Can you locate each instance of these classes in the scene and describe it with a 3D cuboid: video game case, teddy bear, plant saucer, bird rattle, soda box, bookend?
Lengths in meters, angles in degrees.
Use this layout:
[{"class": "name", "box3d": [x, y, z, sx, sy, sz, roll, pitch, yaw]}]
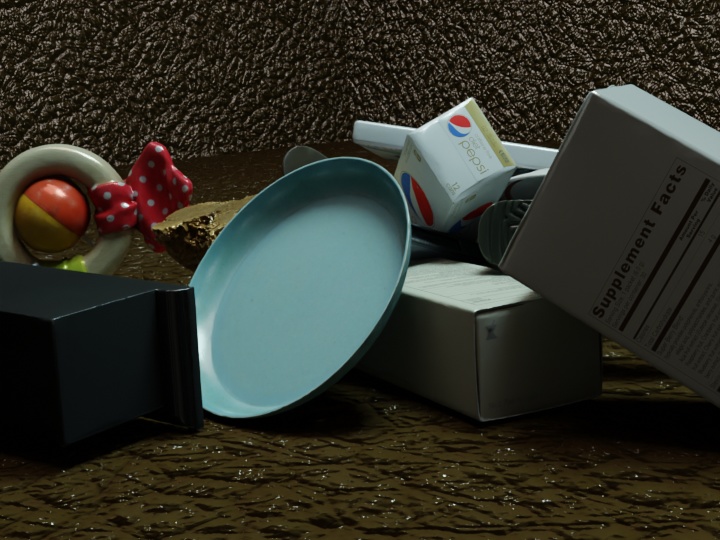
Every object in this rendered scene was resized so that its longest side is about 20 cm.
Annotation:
[{"class": "video game case", "box3d": [0.104, -0.106, 1.080, 0.197, 0.022, 0.182, 10, 2, 10]}, {"class": "teddy bear", "box3d": [-0.067, -0.028, 0.933, 0.197, 0.068, 0.145, -14, 15, 6]}, {"class": "plant saucer", "box3d": [-0.043, 0.013, 0.787, 0.198, 0.202, 0.027, 7, -27, 46]}, {"class": "bird rattle", "box3d": [-0.244, -0.037, 1.007, 0.162, 0.201, 0.113, 36, 10, -10]}, {"class": "soda box", "box3d": [0.068, -0.061, 0.965, 0.063, 0.069, 0.200, -30, -12, -13]}, {"class": "bookend", "box3d": [-0.234, 0.064, 0.707, 0.198, 0.094, 0.198, 6, 14, 35]}, {"class": "video game case", "box3d": [0.000, 0.000, 0.925, 0.141, 0.019, 0.199, -24, -17, 26]}]

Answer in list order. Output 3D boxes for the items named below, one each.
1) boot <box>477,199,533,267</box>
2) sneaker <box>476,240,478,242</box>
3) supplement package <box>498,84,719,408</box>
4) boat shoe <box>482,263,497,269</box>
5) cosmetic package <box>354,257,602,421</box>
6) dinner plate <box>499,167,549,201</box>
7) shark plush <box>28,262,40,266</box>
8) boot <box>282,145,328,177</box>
[{"class": "boot", "box3d": [0.174, -0.020, 0.893, 0.179, 0.074, 0.200, 12, -3, 12]}, {"class": "sneaker", "box3d": [0.110, -0.067, 1.191, 0.197, 0.117, 0.080, -8, -11, 40]}, {"class": "supplement package", "box3d": [0.204, -0.009, 0.680, 0.199, 0.121, 0.121, 33, 21, 16]}, {"class": "boat shoe", "box3d": [0.159, -0.031, 1.239, 0.198, 0.061, 0.071, 6, 13, 44]}, {"class": "cosmetic package", "box3d": [0.068, 0.041, 0.811, 0.102, 0.074, 0.199, -7, 11, -26]}, {"class": "dinner plate", "box3d": [0.200, -0.059, 1.004, 0.197, 0.025, 0.200, 7, -11, 1]}, {"class": "shark plush", "box3d": [-0.260, 0.035, 0.907, 0.197, 0.085, 0.091, -8, 10, -26]}, {"class": "boot", "box3d": [-0.075, -0.067, 1.275, 0.064, 0.187, 0.199, -48, 33, -19]}]
